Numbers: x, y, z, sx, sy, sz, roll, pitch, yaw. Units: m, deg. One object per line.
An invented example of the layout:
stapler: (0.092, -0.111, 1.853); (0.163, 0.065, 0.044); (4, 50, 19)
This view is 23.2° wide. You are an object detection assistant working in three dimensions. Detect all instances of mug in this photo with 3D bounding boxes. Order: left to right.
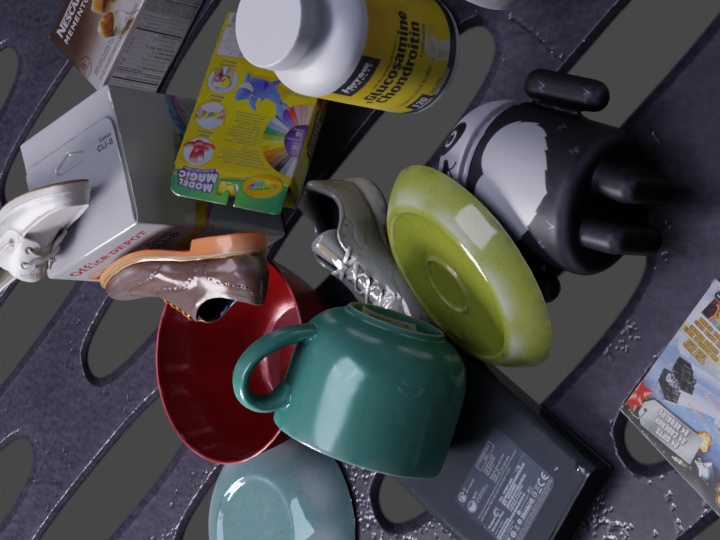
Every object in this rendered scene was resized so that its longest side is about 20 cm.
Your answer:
mug: (0.004, 0.093, 1.473); (0.151, 0.184, 0.116); (24, 99, 37)

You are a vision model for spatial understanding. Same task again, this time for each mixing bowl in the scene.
mixing bowl: (-0.090, 0.080, 1.655); (0.199, 0.108, 0.203); (-3, 85, 41)

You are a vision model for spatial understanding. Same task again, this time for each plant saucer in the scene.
plant saucer: (-0.090, 0.250, 1.688); (0.200, 0.038, 0.203); (-5, 83, 42)
plant saucer: (0.082, 0.005, 1.471); (0.200, 0.031, 0.201); (46, 159, 24)

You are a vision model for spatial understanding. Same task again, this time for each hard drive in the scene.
hard drive: (0.110, 0.168, 1.516); (0.200, 0.033, 0.140); (41, 114, 36)

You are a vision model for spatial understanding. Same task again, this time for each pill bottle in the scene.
pill bottle: (-0.012, -0.204, 1.543); (0.111, 0.199, 0.113); (-4, 84, 42)

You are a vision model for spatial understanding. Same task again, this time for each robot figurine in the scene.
robot figurine: (0.154, -0.069, 1.431); (0.199, 0.125, 0.151); (22, 65, 41)

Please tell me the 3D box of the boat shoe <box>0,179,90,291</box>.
boat shoe: (-0.307, -0.024, 1.626); (0.199, 0.070, 0.070); (-30, 74, 44)

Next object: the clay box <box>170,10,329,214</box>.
clay box: (-0.096, -0.140, 1.633); (0.114, 0.048, 0.202); (12, 66, 11)

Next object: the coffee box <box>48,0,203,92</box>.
coffee box: (-0.231, -0.294, 1.830); (0.114, 0.079, 0.201); (46, 116, 34)

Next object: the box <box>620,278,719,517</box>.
box: (0.306, 0.122, 1.337); (0.200, 0.040, 0.137); (49, 117, 33)

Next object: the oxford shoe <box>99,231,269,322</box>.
oxford shoe: (-0.166, 0.014, 1.612); (0.199, 0.071, 0.074); (-11, 84, 41)

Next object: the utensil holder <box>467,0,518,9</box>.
utensil holder: (0.130, -0.343, 1.451); (0.200, 0.169, 0.171); (-49, 57, 32)

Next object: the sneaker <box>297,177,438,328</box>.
sneaker: (0.000, 0.000, 1.590); (0.076, 0.092, 0.201); (-46, 59, 29)

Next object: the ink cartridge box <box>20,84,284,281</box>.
ink cartridge box: (-0.203, -0.077, 1.707); (0.145, 0.199, 0.146); (-28, 68, 37)
